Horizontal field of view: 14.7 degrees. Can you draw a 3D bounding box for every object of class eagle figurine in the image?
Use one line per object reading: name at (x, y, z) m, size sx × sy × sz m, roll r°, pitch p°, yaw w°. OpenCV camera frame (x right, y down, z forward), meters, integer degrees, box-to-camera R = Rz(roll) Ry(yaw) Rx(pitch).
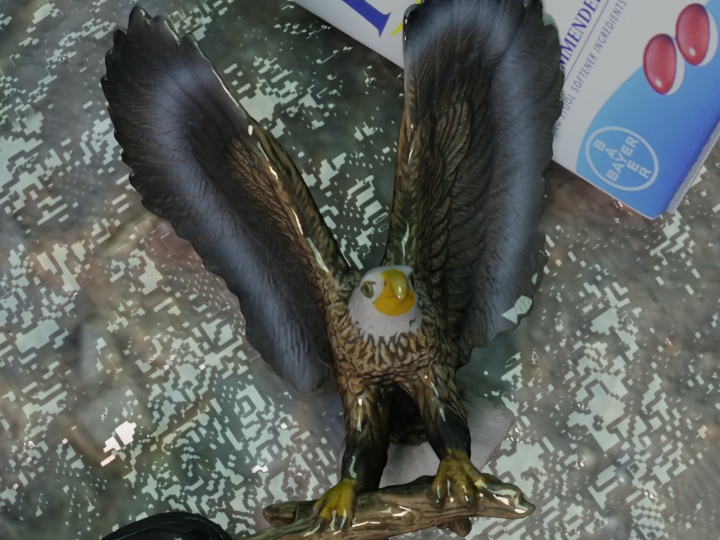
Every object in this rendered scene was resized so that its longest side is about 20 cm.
eagle figurine at (0.003, -0.002, 1.009) m, size 0.151 × 0.151 × 0.201 m, roll -3°, pitch 78°, yaw -38°

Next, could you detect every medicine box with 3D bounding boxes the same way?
medicine box at (0.077, -0.151, 1.033) m, size 0.199 × 0.183 × 0.103 m, roll 31°, pitch 48°, yaw 4°

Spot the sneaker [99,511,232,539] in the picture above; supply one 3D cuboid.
sneaker at (-0.132, 0.151, 1.029) m, size 0.200 × 0.079 × 0.076 m, roll -37°, pitch 82°, yaw -7°
